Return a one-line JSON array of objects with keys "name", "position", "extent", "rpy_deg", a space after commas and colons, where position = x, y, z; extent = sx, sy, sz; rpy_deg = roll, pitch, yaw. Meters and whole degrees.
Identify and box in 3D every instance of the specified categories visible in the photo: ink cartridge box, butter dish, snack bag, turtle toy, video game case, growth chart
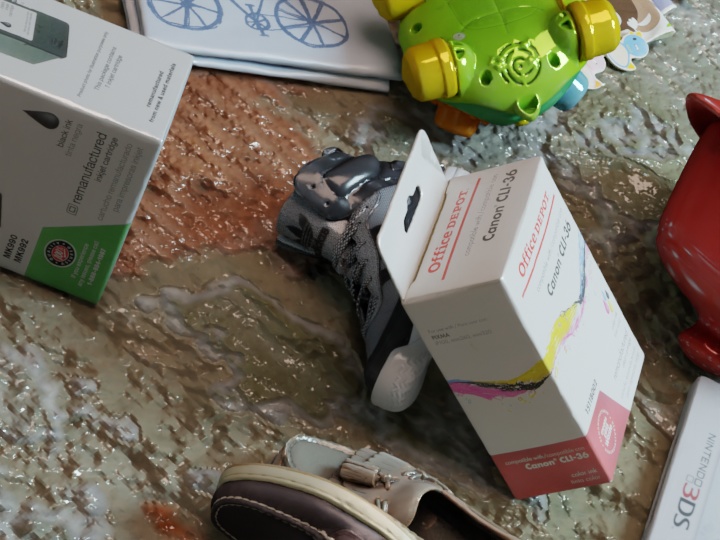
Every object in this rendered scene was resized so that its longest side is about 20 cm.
[{"name": "ink cartridge box", "position": [-0.215, -0.086, 1.616], "extent": [0.200, 0.146, 0.084], "rpy_deg": [21, 44, -5]}, {"name": "butter dish", "position": [0.256, 0.001, 1.774], "extent": [0.199, 0.148, 0.200], "rpy_deg": [37, 2, 11]}, {"name": "ink cartridge box", "position": [0.089, 0.019, 1.634], "extent": [0.200, 0.067, 0.117], "rpy_deg": [59, 32, -30]}, {"name": "snack bag", "position": [-0.078, -0.203, 1.889], "extent": [0.188, 0.021, 0.200], "rpy_deg": [5, 47, -23]}, {"name": "turtle toy", "position": [0.082, -0.165, 1.869], "extent": [0.146, 0.101, 0.200], "rpy_deg": [-15, 50, -7]}, {"name": "video game case", "position": [0.271, 0.168, 1.697], "extent": [0.200, 0.022, 0.182], "rpy_deg": [26, 43, -1]}, {"name": "growth chart", "position": [0.155, -0.197, 2.001], "extent": [0.145, 0.018, 0.200], "rpy_deg": [43, 46, 16]}]

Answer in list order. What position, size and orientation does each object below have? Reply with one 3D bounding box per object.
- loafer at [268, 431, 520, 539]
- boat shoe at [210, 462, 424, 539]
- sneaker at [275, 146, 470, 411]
[{"name": "loafer", "position": [0.042, 0.144, 1.576], "extent": [0.200, 0.063, 0.072], "rpy_deg": [33, 44, 7]}, {"name": "boat shoe", "position": [0.002, 0.172, 1.524], "extent": [0.200, 0.072, 0.065], "rpy_deg": [29, 56, 5]}, {"name": "sneaker", "position": [0.000, 0.000, 1.695], "extent": [0.114, 0.076, 0.200], "rpy_deg": [18, 42, -2]}]
